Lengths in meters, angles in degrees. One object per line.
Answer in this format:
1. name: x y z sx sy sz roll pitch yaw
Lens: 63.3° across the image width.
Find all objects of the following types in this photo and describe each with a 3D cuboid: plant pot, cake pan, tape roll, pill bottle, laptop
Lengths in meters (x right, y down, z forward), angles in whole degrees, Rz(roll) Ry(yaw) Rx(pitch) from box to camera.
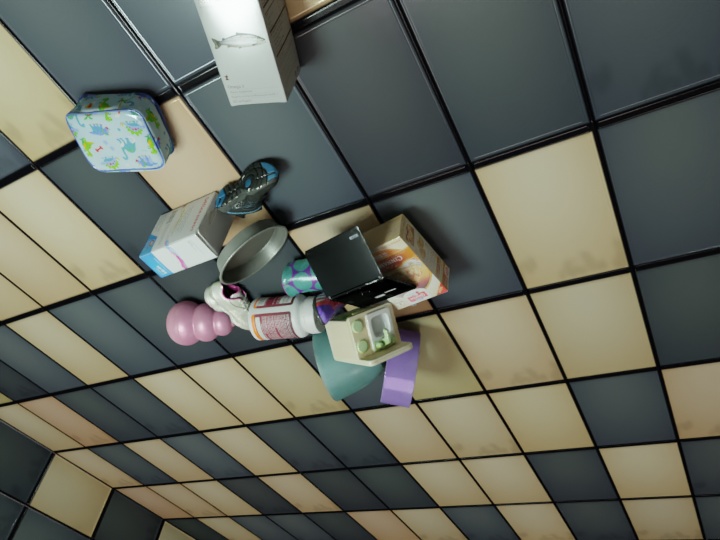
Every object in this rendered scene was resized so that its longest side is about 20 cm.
1. plant pot: -0.023 0.234 1.607 0.156 0.204 0.203 -20 132 8
2. cake pan: -0.258 -0.048 1.378 0.037 0.198 0.201 48 137 12
3. tape roll: 0.109 0.263 1.593 0.082 0.204 0.203 8 139 4
4. pill bottle: -0.196 0.126 1.587 0.193 0.117 0.116 -6 136 20
5. laptop: 0.000 0.000 1.329 0.174 0.107 0.197 -21 155 38

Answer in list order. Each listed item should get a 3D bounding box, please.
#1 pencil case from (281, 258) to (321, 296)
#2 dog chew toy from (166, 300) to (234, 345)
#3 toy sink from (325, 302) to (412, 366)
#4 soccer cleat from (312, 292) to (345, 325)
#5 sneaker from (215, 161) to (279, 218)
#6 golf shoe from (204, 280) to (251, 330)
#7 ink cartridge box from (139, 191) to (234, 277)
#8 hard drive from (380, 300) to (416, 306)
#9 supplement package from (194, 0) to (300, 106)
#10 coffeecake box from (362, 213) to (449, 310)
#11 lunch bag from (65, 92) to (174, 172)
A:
1. pencil case: -0.096 0.008 1.455 0.193 0.088 0.092 -9 154 21
2. dog chew toy: -0.454 0.149 1.681 0.192 0.127 0.127 -3 137 5
3. toy sink: 0.016 0.149 1.417 0.198 0.127 0.116 -6 101 62
4. soccer cleat: -0.067 0.077 1.457 0.071 0.200 0.070 -23 97 14
5. sneaker: -0.241 -0.179 1.314 0.196 0.076 0.081 -20 146 39
6. golf shoe: -0.337 0.098 1.626 0.198 0.077 0.091 35 131 -24
7. ink cartridge box: -0.409 -0.084 1.389 0.195 0.148 0.085 -17 131 30
8. hard drive: 0.075 0.011 1.460 0.127 0.027 0.204 3 138 11
9. supplement package: -0.188 -0.406 1.003 0.113 0.120 0.204 1 137 14
10. coffeecake box: 0.092 -0.014 1.351 0.151 0.075 0.200 -23 128 34
11. lunch bag: -0.506 -0.289 1.240 0.193 0.084 0.164 0 136 14
